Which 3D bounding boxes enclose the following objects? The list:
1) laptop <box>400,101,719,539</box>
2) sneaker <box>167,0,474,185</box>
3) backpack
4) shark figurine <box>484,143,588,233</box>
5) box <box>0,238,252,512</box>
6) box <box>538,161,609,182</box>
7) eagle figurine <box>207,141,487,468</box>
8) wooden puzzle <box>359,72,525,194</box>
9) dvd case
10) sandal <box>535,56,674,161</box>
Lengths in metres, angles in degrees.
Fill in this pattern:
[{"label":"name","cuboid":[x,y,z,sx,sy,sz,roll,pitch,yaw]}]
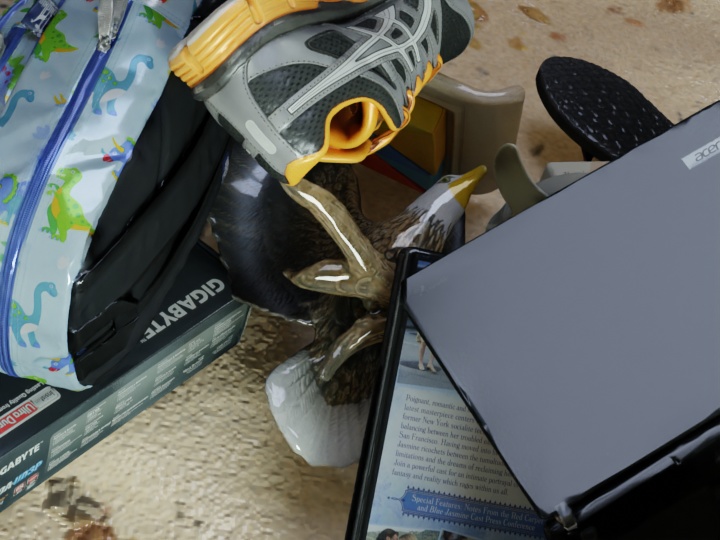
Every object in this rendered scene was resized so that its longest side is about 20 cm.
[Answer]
[{"label":"laptop","cuboid":[0.139,0.064,0.712,0.177,0.201,0.103,-29,33,-11]},{"label":"sneaker","cuboid":[-0.004,-0.089,0.733,0.200,0.078,0.077,-25,79,-51]},{"label":"backpack","cuboid":[-0.130,-0.041,0.736,0.153,0.164,0.201,8,56,-6]},{"label":"shark figurine","cuboid":[0.149,-0.022,0.785,0.214,0.129,0.090,23,57,34]},{"label":"box","cuboid":[-0.174,0.020,0.795,0.159,0.046,0.200,37,43,18]},{"label":"box","cuboid":[0.164,0.033,0.888,0.094,0.078,0.201,-3,46,-22]},{"label":"eagle figurine","cuboid":[0.007,-0.003,0.814,0.150,0.153,0.200,-14,14,-10]},{"label":"wooden puzzle","cuboid":[-0.010,-0.095,0.906,0.199,0.185,0.037,19,80,6]},{"label":"dvd case","cuboid":[0.067,0.101,0.716,0.142,0.201,0.018,12,-3,-13]},{"label":"sandal","cuboid":[0.189,-0.063,1.038,0.200,0.045,0.075,37,47,-3]}]
